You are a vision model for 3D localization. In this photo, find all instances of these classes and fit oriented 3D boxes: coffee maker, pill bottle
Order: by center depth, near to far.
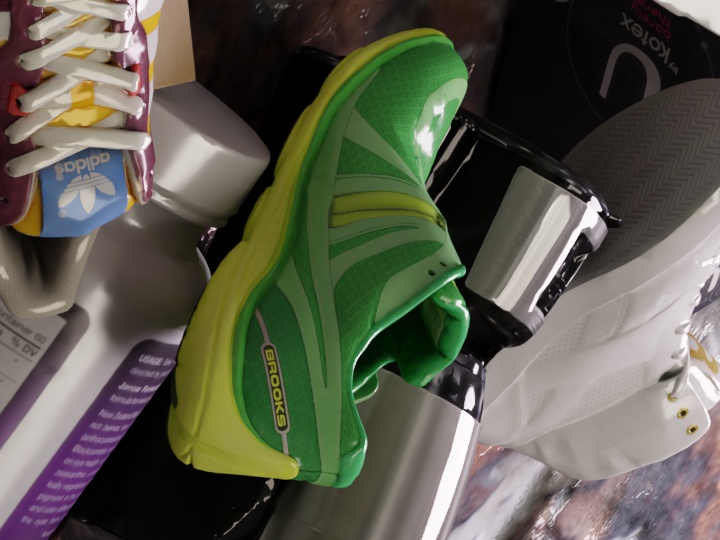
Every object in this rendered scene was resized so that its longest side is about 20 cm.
[{"bbox_3d":[-0.121,0.017,0.974,0.200,0.111,0.111,-53,152,11],"label":"pill bottle"},{"bbox_3d":[-0.027,0.021,1.072,0.200,0.192,0.135,-65,-167,-7],"label":"coffee maker"}]

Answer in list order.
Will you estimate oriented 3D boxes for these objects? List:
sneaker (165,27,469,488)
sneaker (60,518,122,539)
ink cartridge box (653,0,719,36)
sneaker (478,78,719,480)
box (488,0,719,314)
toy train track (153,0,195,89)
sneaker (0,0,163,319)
[{"bbox_3d":[0.000,0.000,0.957,0.074,0.083,0.200,108,6,-50],"label":"sneaker"},{"bbox_3d":[-0.049,0.095,1.216,0.200,0.075,0.082,-46,151,-5],"label":"sneaker"},{"bbox_3d":[0.116,-0.159,1.035,0.200,0.050,0.109,29,105,-25],"label":"ink cartridge box"},{"bbox_3d":[0.119,0.009,1.154,0.115,0.074,0.200,25,127,-34],"label":"sneaker"},{"bbox_3d":[0.140,-0.095,1.191,0.106,0.122,0.200,-29,147,-33],"label":"box"},{"bbox_3d":[-0.055,-0.125,0.962,0.200,0.032,0.115,-19,106,-54],"label":"toy train track"},{"bbox_3d":[-0.083,-0.062,0.821,0.075,0.090,0.200,-10,155,-16],"label":"sneaker"}]
